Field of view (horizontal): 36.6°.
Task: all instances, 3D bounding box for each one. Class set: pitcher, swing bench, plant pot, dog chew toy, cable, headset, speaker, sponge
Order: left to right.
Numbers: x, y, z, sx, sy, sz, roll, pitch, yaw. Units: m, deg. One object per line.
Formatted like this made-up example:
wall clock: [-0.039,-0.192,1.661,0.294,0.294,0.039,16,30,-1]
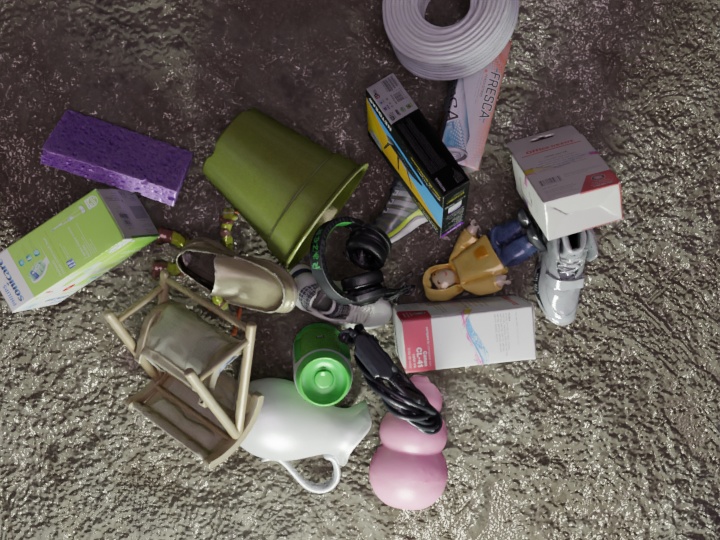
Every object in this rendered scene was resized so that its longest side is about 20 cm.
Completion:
sponge: [-0.350,-0.165,1.577,0.198,0.112,0.030,18,129,-7]
swing bench: [-0.250,0.142,1.574,0.129,0.198,0.201,-37,140,-33]
plant pot: [-0.122,-0.131,1.578,0.189,0.200,0.201,37,96,3]
pitcher: [-0.103,0.258,1.676,0.198,0.121,0.173,15,107,-19]
speaker: [-0.058,0.136,1.608,0.087,0.200,0.090,-1,101,-4]
headset: [0.000,0.000,1.578,0.199,0.094,0.125,22,64,-37]
cable: [0.045,0.163,1.583,0.051,0.163,0.200,-42,75,0]
dog chew toy: [0.080,0.264,1.689,0.123,0.125,0.202,6,92,-6]
cable: [0.128,-0.374,1.558,0.198,0.069,0.202,8,79,20]

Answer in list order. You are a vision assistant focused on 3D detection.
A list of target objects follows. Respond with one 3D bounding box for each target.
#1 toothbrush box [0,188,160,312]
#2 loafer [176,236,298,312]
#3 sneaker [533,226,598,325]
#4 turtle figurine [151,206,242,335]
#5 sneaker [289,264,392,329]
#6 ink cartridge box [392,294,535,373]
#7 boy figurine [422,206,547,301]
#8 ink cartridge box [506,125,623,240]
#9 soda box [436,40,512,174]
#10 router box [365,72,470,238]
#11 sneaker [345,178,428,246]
toothbrush box: [-0.409,-0.031,1.558,0.199,0.146,0.087,-30,88,9]
loafer: [-0.181,0.013,1.542,0.198,0.068,0.076,20,114,23]
sneaker: [0.312,-0.006,1.656,0.074,0.115,0.202,-3,101,-4]
turtle figurine: [-0.232,-0.005,1.638,0.159,0.064,0.202,8,100,-6]
sneaker: [-0.024,0.055,1.629,0.199,0.080,0.077,16,100,-38]
ink cartridge box: [0.154,0.092,1.643,0.198,0.148,0.087,-4,96,-3]
boy figurine: [0.180,-0.020,1.654,0.199,0.064,0.125,-29,59,16]
ink cartridge box: [0.297,-0.135,1.607,0.115,0.201,0.068,-15,124,-1]
soda box: [0.162,-0.249,1.608,0.068,0.064,0.202,15,86,-8]
router box: [0.080,-0.161,1.552,0.051,0.149,0.201,-30,71,-9]
sneaker: [0.059,-0.093,1.651,0.199,0.074,0.081,-32,90,-3]
